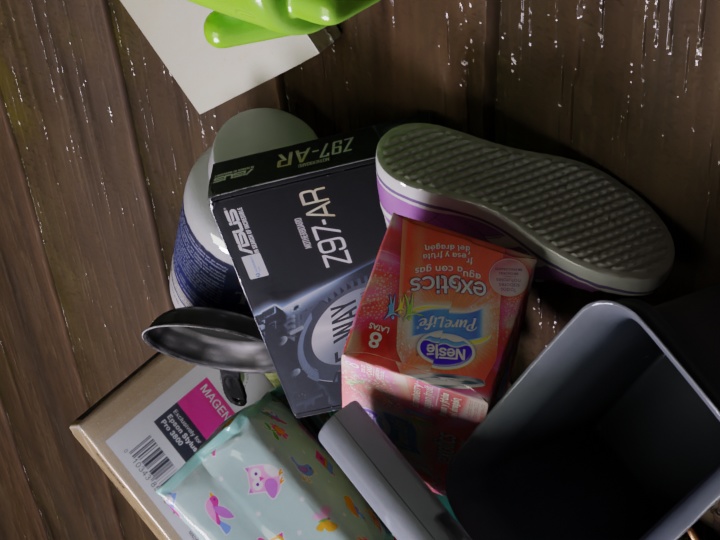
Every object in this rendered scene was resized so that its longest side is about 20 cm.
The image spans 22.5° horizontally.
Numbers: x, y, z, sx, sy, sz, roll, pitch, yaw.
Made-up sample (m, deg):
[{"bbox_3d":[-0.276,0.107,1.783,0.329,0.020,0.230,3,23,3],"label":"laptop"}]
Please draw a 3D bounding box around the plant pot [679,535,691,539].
[{"bbox_3d":[0.212,0.253,1.184,0.199,0.187,0.188,36,150,10],"label":"plant pot"}]

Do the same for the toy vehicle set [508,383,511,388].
[{"bbox_3d":[0.054,0.073,1.385,0.201,0.026,0.124,54,151,-10],"label":"toy vehicle set"}]

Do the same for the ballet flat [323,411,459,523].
[{"bbox_3d":[0.024,0.139,1.474,0.201,0.075,0.064,59,-176,-7],"label":"ballet flat"}]

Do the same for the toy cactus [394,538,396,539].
[{"bbox_3d":[0.057,0.299,1.616,0.201,0.102,0.165,57,170,-19],"label":"toy cactus"}]

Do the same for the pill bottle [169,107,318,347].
[{"bbox_3d":[-0.081,-0.032,1.361,0.111,0.111,0.200,42,152,13],"label":"pill bottle"}]

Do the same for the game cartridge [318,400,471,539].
[{"bbox_3d":[0.042,0.162,1.118,0.133,0.041,0.200,43,172,36],"label":"game cartridge"}]

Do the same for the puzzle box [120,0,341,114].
[{"bbox_3d":[-0.103,-0.191,1.289,0.134,0.025,0.199,56,151,-11],"label":"puzzle box"}]

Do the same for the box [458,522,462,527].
[{"bbox_3d":[0.098,0.306,1.377,0.200,0.198,0.124,35,155,54],"label":"box"}]

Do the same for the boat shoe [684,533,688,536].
[{"bbox_3d":[0.252,0.267,1.291,0.201,0.074,0.062,58,180,-5],"label":"boat shoe"}]

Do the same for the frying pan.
[{"bbox_3d":[-0.090,0.066,1.385,0.114,0.031,0.190,0,161,27],"label":"frying pan"}]

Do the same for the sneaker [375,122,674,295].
[{"bbox_3d":[0.104,-0.017,1.146,0.199,0.073,0.115,25,146,22],"label":"sneaker"}]

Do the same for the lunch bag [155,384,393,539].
[{"bbox_3d":[-0.056,0.189,1.479,0.171,0.122,0.200,48,-171,3],"label":"lunch bag"}]

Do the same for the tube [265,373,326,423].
[{"bbox_3d":[-0.035,0.110,1.540,0.201,0.052,0.058,55,-165,-17],"label":"tube"}]

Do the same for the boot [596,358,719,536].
[{"bbox_3d":[0.216,0.133,1.186,0.146,0.070,0.200,43,152,6],"label":"boot"}]

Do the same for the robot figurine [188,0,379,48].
[{"bbox_3d":[-0.070,-0.215,1.111,0.199,0.115,0.177,24,135,34],"label":"robot figurine"}]

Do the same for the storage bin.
[{"bbox_3d":[0.172,0.103,1.054,0.146,0.134,0.200,51,133,18],"label":"storage bin"}]

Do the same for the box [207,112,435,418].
[{"bbox_3d":[0.000,0.000,1.258,0.159,0.044,0.201,-12,124,11],"label":"box"}]

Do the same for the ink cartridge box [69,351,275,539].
[{"bbox_3d":[-0.133,0.163,1.605,0.200,0.164,0.075,51,165,-5],"label":"ink cartridge box"}]

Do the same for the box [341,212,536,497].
[{"bbox_3d":[0.046,0.061,1.149,0.094,0.103,0.200,17,158,7],"label":"box"}]
